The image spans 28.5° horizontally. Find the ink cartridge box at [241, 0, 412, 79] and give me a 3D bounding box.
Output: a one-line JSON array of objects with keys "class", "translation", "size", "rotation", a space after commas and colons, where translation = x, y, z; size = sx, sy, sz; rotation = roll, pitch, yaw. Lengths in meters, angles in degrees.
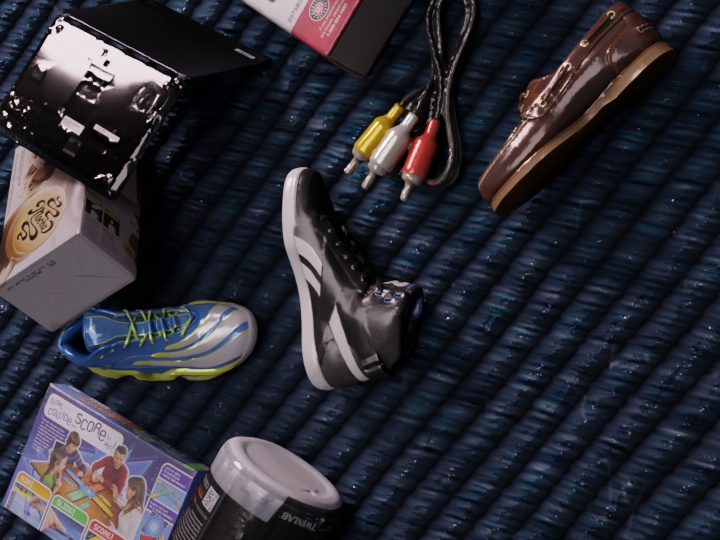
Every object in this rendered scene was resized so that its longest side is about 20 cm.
[{"class": "ink cartridge box", "translation": [-0.047, -0.294, 1.314], "size": [0.200, 0.083, 0.146], "rotation": [36, 101, 27]}]

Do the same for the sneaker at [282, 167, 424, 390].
[{"class": "sneaker", "translation": [0.000, 0.000, 1.263], "size": [0.111, 0.073, 0.202], "rotation": [-10, 87, 24]}]

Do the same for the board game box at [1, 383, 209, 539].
[{"class": "board game box", "translation": [-0.249, 0.212, 1.383], "size": [0.199, 0.034, 0.136], "rotation": [26, 95, 28]}]

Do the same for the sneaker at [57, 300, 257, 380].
[{"class": "sneaker", "translation": [-0.199, 0.068, 1.336], "size": [0.199, 0.105, 0.076], "rotation": [-12, 79, 27]}]

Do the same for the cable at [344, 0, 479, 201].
[{"class": "cable", "translation": [0.064, -0.155, 1.254], "size": [0.097, 0.050, 0.201], "rotation": [27, 98, 27]}]

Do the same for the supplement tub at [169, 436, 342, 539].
[{"class": "supplement tub", "translation": [-0.112, 0.259, 1.254], "size": [0.122, 0.122, 0.201], "rotation": [35, 99, 27]}]

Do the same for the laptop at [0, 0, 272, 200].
[{"class": "laptop", "translation": [-0.220, -0.171, 1.358], "size": [0.177, 0.103, 0.201], "rotation": [29, 85, 29]}]

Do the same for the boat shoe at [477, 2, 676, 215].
[{"class": "boat shoe", "translation": [0.169, -0.135, 1.186], "size": [0.200, 0.070, 0.070], "rotation": [-44, 73, 7]}]

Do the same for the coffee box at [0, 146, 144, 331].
[{"class": "coffee box", "translation": [-0.275, -0.057, 1.359], "size": [0.113, 0.080, 0.201], "rotation": [-30, 40, 23]}]
